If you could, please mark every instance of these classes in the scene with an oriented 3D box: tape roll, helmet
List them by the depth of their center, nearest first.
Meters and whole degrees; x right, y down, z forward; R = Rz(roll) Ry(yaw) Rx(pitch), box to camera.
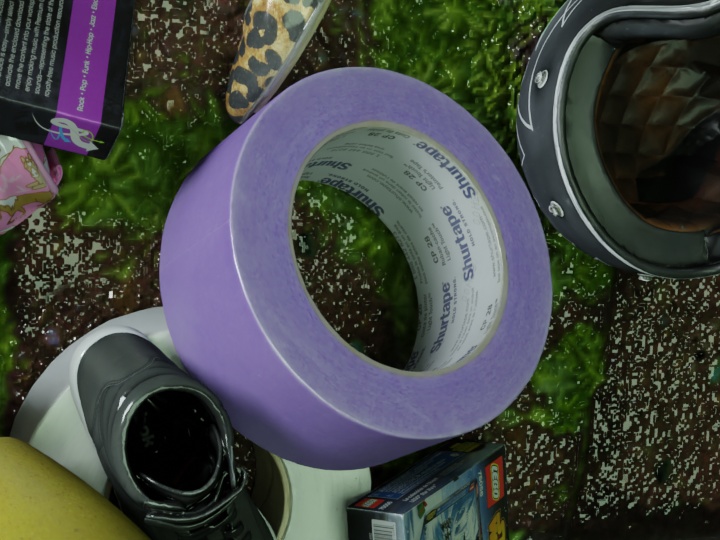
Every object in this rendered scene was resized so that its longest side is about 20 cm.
[{"bbox_3d":[0.000,0.000,0.774,0.199,0.085,0.201,12,67,-30],"label":"tape roll"},{"bbox_3d":[0.185,-0.091,0.811,0.200,0.190,0.201,30,50,-43],"label":"helmet"},{"bbox_3d":[-0.098,0.124,0.814,0.201,0.071,0.204,-3,100,-18],"label":"tape roll"}]

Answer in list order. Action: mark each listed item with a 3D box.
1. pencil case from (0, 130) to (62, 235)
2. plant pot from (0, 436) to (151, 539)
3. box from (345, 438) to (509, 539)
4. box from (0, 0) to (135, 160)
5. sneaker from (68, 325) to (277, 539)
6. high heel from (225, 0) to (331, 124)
[{"bbox_3d":[-0.248,-0.020,0.736,0.200,0.087,0.083,-38,76,-9],"label":"pencil case"},{"bbox_3d":[-0.175,0.164,0.678,0.199,0.200,0.142,-25,75,-13],"label":"plant pot"},{"bbox_3d":[0.045,0.214,0.851,0.137,0.040,0.201,-19,108,-58],"label":"box"},{"bbox_3d":[-0.210,-0.142,0.714,0.199,0.036,0.144,14,55,-20],"label":"box"},{"bbox_3d":[-0.082,0.126,0.731,0.070,0.099,0.201,-30,107,-14],"label":"sneaker"},{"bbox_3d":[-0.074,-0.193,0.782,0.142,0.071,0.201,23,92,-10],"label":"high heel"}]
